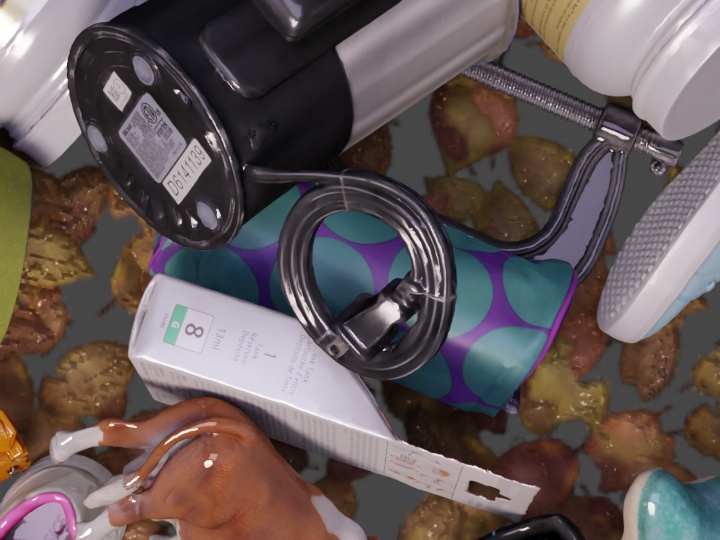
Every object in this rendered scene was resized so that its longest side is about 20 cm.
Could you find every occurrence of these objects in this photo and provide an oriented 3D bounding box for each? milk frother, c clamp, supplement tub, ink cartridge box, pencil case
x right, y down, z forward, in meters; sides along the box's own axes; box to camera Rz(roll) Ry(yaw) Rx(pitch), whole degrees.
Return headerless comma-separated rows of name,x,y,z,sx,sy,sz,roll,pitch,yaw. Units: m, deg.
milk frother,0.005,-0.072,1.371,0.188,0.180,0.200,-35,101,-29
c clamp,0.066,-0.073,1.506,0.200,0.027,0.171,18,93,1
supplement tub,-0.194,-0.159,1.447,0.200,0.145,0.145,38,89,-10
supplement tub,0.126,-0.176,1.430,0.145,0.145,0.200,-41,75,0
ink cartridge box,-0.008,0.063,1.430,0.200,0.161,0.050,16,81,3
pencil case,0.000,0.000,1.459,0.200,0.092,0.085,23,121,-1

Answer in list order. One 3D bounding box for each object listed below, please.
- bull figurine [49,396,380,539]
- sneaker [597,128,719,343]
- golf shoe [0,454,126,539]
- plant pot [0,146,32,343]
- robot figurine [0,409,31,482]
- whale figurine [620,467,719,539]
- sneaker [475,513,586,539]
bull figurine,-0.064,0.125,1.445,0.121,0.200,0.065,-14,51,16
sneaker,0.203,-0.031,1.474,0.082,0.074,0.200,38,99,-13
golf shoe,-0.186,0.182,1.470,0.075,0.092,0.200,26,90,2
plant pot,-0.263,-0.024,1.413,0.200,0.187,0.187,9,88,-16
robot figurine,-0.275,0.094,1.475,0.200,0.058,0.145,-26,72,-11
whale figurine,0.143,0.197,1.424,0.104,0.159,0.200,22,95,39
sneaker,0.029,0.186,1.442,0.200,0.078,0.070,-39,74,-18
